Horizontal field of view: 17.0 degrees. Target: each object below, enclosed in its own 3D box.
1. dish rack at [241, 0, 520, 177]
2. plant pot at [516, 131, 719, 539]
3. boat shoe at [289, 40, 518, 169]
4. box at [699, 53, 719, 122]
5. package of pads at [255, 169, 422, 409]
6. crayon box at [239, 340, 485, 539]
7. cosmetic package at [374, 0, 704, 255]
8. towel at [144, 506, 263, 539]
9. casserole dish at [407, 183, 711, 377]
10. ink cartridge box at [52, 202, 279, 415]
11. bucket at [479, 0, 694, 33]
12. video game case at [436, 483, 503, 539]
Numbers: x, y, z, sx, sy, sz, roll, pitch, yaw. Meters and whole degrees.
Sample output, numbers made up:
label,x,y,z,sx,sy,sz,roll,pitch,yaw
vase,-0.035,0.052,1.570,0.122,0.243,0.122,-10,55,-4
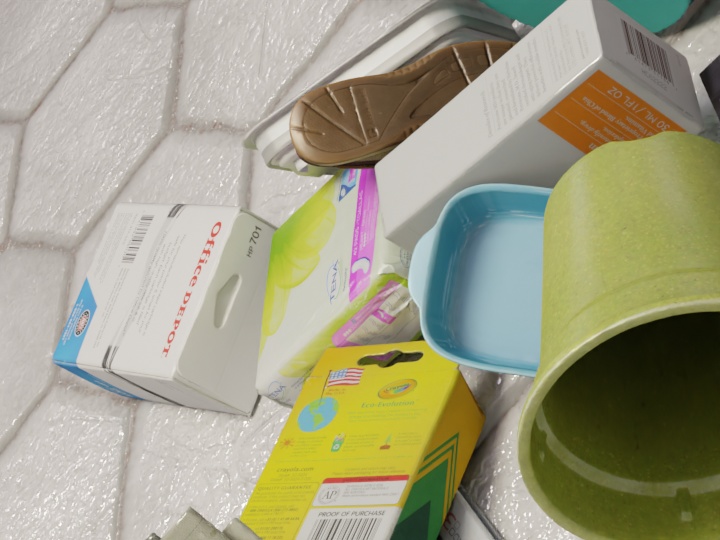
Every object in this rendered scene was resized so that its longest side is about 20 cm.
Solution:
label,x,y,z,sx,sy,sz,roll,pitch,yaw
dish rack,0.024,-0.125,1.748,0.199,0.171,0.044,-34,78,19
plant pot,0.178,0.028,1.371,0.200,0.200,0.185,-40,33,28
boat shoe,0.050,-0.104,1.642,0.072,0.198,0.073,90,166,-76
box,0.288,-0.094,1.439,0.143,0.036,0.201,-45,39,27
package of pads,0.000,0.000,1.731,0.200,0.068,0.156,-43,33,47
crayon box,0.002,0.133,1.596,0.126,0.051,0.201,-5,42,33
cosmetic package,0.113,-0.080,1.560,0.200,0.101,0.072,-40,37,30
towel,-0.089,0.267,1.522,0.193,0.200,0.035,-48,6,18
casserole dish,0.129,0.014,1.510,0.198,0.039,0.122,7,75,14
ink cartridge box,-0.143,0.028,1.918,0.199,0.086,0.147,5,69,54
bucket,0.153,-0.257,1.632,0.206,0.206,0.136,-10,56,51
video game case,0.019,0.237,1.582,0.201,0.023,0.182,-54,32,10
